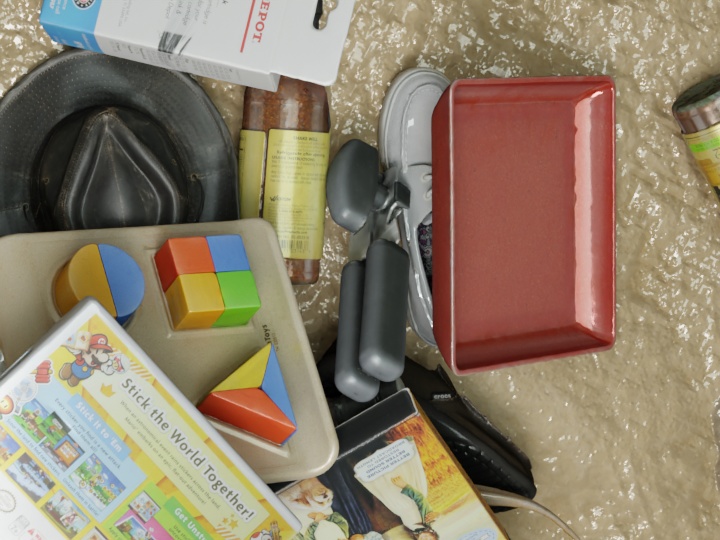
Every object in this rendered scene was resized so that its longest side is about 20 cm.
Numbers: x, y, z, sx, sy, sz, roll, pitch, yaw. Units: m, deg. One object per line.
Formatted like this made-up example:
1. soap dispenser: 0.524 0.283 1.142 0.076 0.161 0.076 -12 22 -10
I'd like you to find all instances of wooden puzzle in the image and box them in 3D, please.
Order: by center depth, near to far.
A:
1. wooden puzzle: -0.123 0.050 1.585 0.200 0.046 0.185 -6 67 -26

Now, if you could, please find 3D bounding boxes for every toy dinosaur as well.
1. toy dinosaur: 0.052 0.153 1.745 0.200 0.106 0.060 0 71 12

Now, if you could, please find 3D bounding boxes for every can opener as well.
1. can opener: 0.000 0.000 1.690 0.066 0.200 0.053 27 131 -26

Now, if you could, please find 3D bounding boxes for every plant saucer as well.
1. plant saucer: 0.110 -0.035 1.750 0.200 0.037 0.200 -7 97 -51

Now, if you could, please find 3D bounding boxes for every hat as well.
1. hat: -0.168 -0.056 1.673 0.200 0.081 0.201 0 86 -7

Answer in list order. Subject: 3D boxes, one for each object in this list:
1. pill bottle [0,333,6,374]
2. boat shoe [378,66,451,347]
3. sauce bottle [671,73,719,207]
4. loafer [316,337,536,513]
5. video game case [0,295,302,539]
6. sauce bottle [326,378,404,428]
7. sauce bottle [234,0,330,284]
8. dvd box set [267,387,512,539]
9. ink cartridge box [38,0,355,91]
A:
1. pill bottle: -0.257 0.032 1.635 0.200 0.113 0.113 34 85 1
2. boat shoe: 0.054 -0.043 1.759 0.072 0.069 0.200 -1 95 -15
3. sauce bottle: 0.298 -0.047 1.828 0.065 0.065 0.200 -33 101 -11
4. loafer: 0.054 0.100 1.767 0.200 0.073 0.071 40 46 -27
5. video game case: -0.164 0.147 1.510 0.182 0.023 0.200 -43 107 -6
6. sauce bottle: -0.062 0.122 1.687 0.200 0.065 0.065 -17 100 8
7. sauce bottle: -0.051 -0.091 1.728 0.066 0.066 0.200 5 94 -16
8. dvd box set: 0.015 0.182 1.684 0.146 0.029 0.200 -29 130 4
9. ink cartridge box: -0.101 -0.190 1.669 0.200 0.068 0.116 14 83 3
